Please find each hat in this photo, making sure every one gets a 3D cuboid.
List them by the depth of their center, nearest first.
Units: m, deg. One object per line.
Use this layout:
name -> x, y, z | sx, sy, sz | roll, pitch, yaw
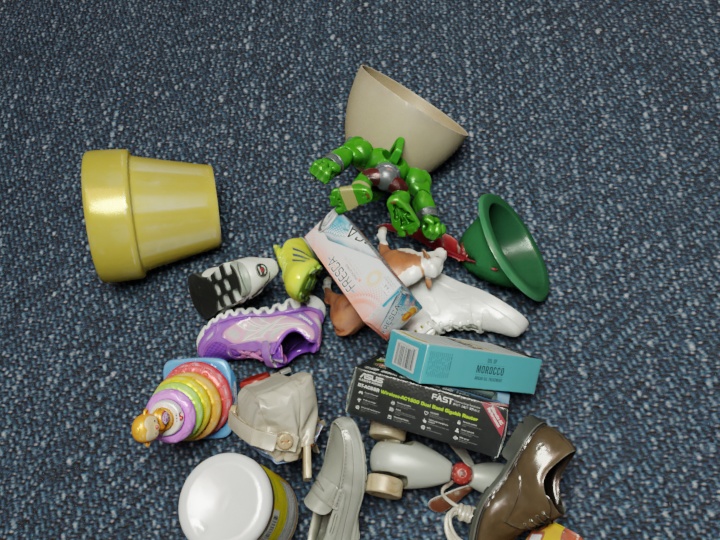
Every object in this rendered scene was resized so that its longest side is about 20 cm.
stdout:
hat -> 0.161, -0.007, 1.001 | 0.175, 0.165, 0.202 | -33, 58, 31

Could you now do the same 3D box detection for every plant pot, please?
plant pot -> -0.319, -0.092, 1.036 | 0.187, 0.201, 0.203 | -8, 63, -14
plant pot -> 0.052, -0.212, 1.049 | 0.200, 0.200, 0.135 | 41, 110, 22

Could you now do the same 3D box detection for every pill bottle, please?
pill bottle -> -0.139, 0.295, 0.813 | 0.108, 0.200, 0.110 | -3, 64, 6

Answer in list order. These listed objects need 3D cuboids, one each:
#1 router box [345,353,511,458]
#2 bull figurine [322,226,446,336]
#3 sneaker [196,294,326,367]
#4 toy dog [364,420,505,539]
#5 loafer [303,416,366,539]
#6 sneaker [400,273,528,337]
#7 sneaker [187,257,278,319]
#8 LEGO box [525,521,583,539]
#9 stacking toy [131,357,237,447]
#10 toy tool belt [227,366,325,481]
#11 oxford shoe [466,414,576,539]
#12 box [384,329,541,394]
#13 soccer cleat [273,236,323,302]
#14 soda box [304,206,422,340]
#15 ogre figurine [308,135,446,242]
router box -> 0.095, 0.169, 0.864 | 0.198, 0.150, 0.063 | 14, 92, 13
bull figurine -> 0.029, 0.011, 0.964 | 0.199, 0.065, 0.122 | -38, 36, 8
sneaker -> -0.142, 0.103, 0.962 | 0.198, 0.081, 0.089 | -15, 48, 0
toy dog -> 0.089, 0.267, 0.872 | 0.199, 0.096, 0.133 | 32, 69, 5
loafer -> -0.035, 0.286, 0.834 | 0.069, 0.070, 0.203 | 3, 92, -25
sneaker -> 0.131, 0.078, 0.955 | 0.199, 0.074, 0.116 | 23, 71, 28
sneaker -> -0.190, 0.022, 0.993 | 0.088, 0.199, 0.075 | -21, 96, -39
LEGO box -> 0.215, 0.413, 0.743 | 0.149, 0.077, 0.200 | 44, 75, -10
stacking toy -> -0.244, 0.185, 0.873 | 0.108, 0.200, 0.118 | -2, 90, 9
toy tool belt -> -0.111, 0.207, 0.885 | 0.124, 0.200, 0.124 | -18, 92, -21
oxford shoe -> 0.185, 0.276, 0.763 | 0.084, 0.072, 0.202 | 27, 93, 38
box -> 0.135, 0.120, 0.860 | 0.082, 0.198, 0.050 | 17, 95, 58
soccer cleat -> -0.096, -0.007, 0.962 | 0.083, 0.200, 0.065 | 27, 102, -4
soda box -> 0.000, 0.000, 0.899 | 0.068, 0.064, 0.200 | -43, 46, 5
ogre figurine -> 0.035, -0.125, 0.940 | 0.198, 0.099, 0.121 | 13, 45, 6
